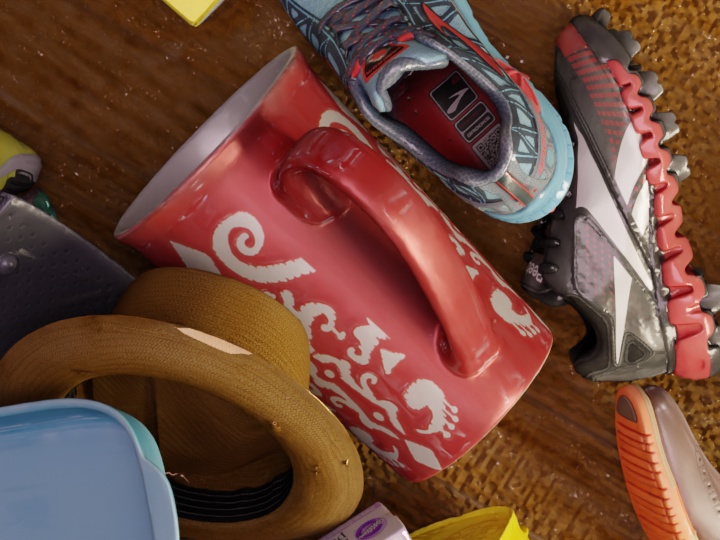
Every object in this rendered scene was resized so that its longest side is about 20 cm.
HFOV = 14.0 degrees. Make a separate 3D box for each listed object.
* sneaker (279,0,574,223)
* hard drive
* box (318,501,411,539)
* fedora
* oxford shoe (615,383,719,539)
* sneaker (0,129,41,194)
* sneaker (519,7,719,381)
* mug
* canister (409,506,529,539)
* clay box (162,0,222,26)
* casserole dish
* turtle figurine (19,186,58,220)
[{"bbox_3d":[0.026,-0.110,1.466,0.200,0.096,0.079,44,102,17],"label":"sneaker"},{"bbox_3d":[-0.164,0.047,1.461,0.135,0.042,0.200,-47,137,0],"label":"hard drive"},{"bbox_3d":[-0.059,0.185,1.420,0.200,0.039,0.041,-31,114,-9],"label":"box"},{"bbox_3d":[-0.080,0.057,1.417,0.200,0.201,0.082,21,59,-4],"label":"fedora"},{"bbox_3d":[0.195,0.139,1.541,0.073,0.071,0.200,-29,105,-7],"label":"oxford shoe"},{"bbox_3d":[-0.253,-0.096,1.494,0.200,0.075,0.077,23,86,-10],"label":"sneaker"},{"bbox_3d":[0.123,-0.031,1.510,0.098,0.071,0.201,-16,99,-1],"label":"sneaker"},{"bbox_3d":[-0.008,0.007,1.466,0.133,0.178,0.200,-44,101,7],"label":"mug"},{"bbox_3d":[0.070,0.241,1.507,0.086,0.149,0.200,-20,100,19],"label":"canister"},{"bbox_3d":[-0.032,-0.212,1.461,0.048,0.115,0.200,40,94,-5],"label":"clay box"},{"bbox_3d":[-0.162,0.124,1.383,0.200,0.039,0.121,-11,89,30],"label":"casserole dish"},{"bbox_3d":[-0.241,0.033,1.491,0.200,0.101,0.150,-23,142,-10],"label":"turtle figurine"}]
